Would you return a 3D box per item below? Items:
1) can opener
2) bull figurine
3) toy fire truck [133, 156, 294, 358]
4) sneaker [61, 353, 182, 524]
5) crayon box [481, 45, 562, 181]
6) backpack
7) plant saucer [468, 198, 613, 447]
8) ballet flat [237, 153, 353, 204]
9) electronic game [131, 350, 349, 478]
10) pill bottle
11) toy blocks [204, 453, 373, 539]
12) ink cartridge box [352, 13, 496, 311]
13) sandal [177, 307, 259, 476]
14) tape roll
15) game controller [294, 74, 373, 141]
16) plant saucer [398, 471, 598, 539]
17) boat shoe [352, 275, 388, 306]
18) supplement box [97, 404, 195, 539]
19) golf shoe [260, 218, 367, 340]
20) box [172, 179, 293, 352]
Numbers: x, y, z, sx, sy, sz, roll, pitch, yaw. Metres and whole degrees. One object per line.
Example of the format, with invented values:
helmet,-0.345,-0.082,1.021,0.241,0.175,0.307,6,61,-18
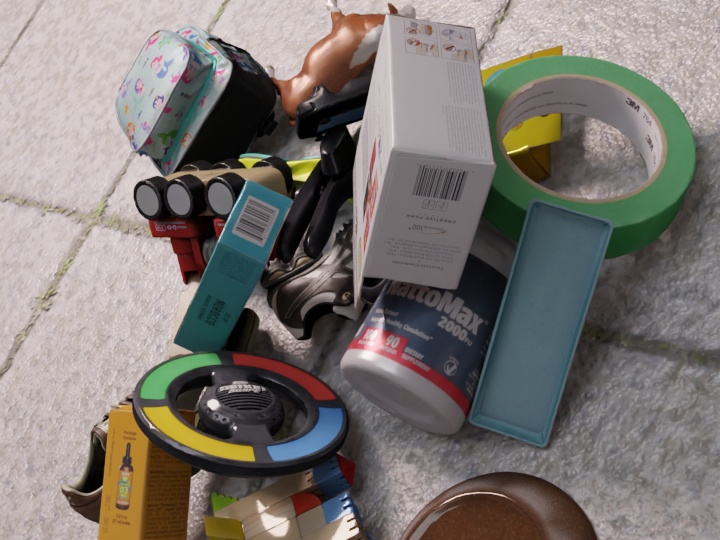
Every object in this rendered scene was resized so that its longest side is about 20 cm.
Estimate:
can opener,-0.044,-0.067,1.123,0.063,0.079,0.200,-14,31,27
bull figurine,-0.026,-0.258,1.348,0.200,0.065,0.121,-44,41,2
toy fire truck,-0.158,-0.012,1.256,0.176,0.201,0.129,1,20,38
sneaker,-0.237,0.169,1.195,0.070,0.076,0.200,12,69,42
crayon box,0.122,-0.139,1.153,0.200,0.051,0.127,-14,52,31
backpack,-0.209,-0.208,1.396,0.178,0.150,0.200,-57,33,16
plant saucer,0.147,0.044,0.938,0.070,0.019,0.201,17,107,13
ballet flat,-0.069,-0.097,1.270,0.200,0.067,0.067,3,82,38
electronic game,-0.109,0.128,1.046,0.200,0.200,0.042,38,125,47
pill bottle,0.079,0.031,1.010,0.119,0.120,0.200,12,64,43
toy blocks,-0.047,0.248,0.986,0.136,0.100,0.200,-26,36,3
ink cartridge box,0.046,-0.087,0.965,0.084,0.176,0.200,8,43,-7
sandal,-0.139,0.127,1.167,0.080,0.057,0.201,-12,42,38
tape roll,0.189,-0.103,1.000,0.200,0.048,0.201,1,55,-2
game controller,-0.018,-0.170,1.207,0.104,0.200,0.042,-11,92,-3
plant saucer,0.094,0.248,0.905,0.200,0.037,0.201,-22,48,26
boat shoe,0.058,-0.054,1.072,0.073,0.063,0.200,33,89,16
supplement box,-0.205,0.230,1.084,0.066,0.069,0.201,-1,83,38
golf shoe,0.000,0.000,1.147,0.200,0.078,0.095,-30,69,14
box,-0.126,0.004,1.104,0.200,0.049,0.082,-56,11,53
